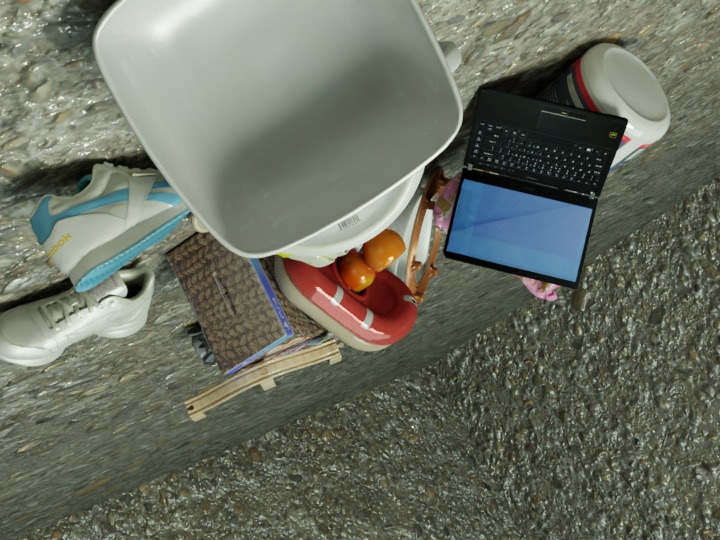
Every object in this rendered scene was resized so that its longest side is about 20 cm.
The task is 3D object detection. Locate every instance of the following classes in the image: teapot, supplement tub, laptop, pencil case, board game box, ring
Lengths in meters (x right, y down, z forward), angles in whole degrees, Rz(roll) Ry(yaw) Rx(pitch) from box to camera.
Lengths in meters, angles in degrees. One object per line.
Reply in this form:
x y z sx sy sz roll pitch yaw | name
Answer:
-0.040 -0.118 0.759 0.146 0.199 0.198 -106 -145 -67 | teapot
0.278 -0.179 1.198 0.140 0.141 0.200 -16 163 -43 | supplement tub
0.205 -0.097 1.127 0.176 0.104 0.201 13 140 5 | laptop
0.191 -0.046 1.227 0.083 0.200 0.087 -36 157 -54 | pencil case
-0.116 0.029 1.151 0.097 0.160 0.200 -32 168 19 | board game box
0.098 -0.043 1.316 0.019 0.202 0.200 11 176 14 | ring

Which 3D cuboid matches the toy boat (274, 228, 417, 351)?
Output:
0.000 0.000 1.108 0.130 0.131 0.200 -36 125 24 | toy boat

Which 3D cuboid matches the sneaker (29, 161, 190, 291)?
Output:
-0.199 -0.061 0.821 0.076 0.081 0.200 -38 -177 35 | sneaker

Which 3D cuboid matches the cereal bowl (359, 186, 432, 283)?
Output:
0.036 -0.023 1.294 0.083 0.201 0.200 12 177 15 | cereal bowl

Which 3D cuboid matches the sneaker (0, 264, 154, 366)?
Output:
-0.312 0.038 1.020 0.200 0.075 0.100 -21 153 -47 | sneaker

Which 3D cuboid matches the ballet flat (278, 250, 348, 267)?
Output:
-0.040 -0.041 0.986 0.067 0.067 0.200 -18 -171 27 | ballet flat

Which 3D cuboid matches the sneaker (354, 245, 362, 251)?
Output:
0.000 -0.079 1.183 0.088 0.081 0.200 -42 180 -32 | sneaker

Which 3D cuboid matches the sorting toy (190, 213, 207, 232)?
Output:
-0.065 -0.103 1.014 0.185 0.037 0.200 -14 161 -48 | sorting toy

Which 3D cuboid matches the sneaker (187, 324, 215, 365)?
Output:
-0.200 0.092 1.414 0.113 0.076 0.200 -27 172 -11 | sneaker

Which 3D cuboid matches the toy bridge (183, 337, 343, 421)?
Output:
-0.112 0.124 1.102 0.199 0.027 0.067 -22 167 -6 | toy bridge

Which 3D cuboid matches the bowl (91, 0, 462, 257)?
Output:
-0.053 -0.131 0.632 0.199 0.200 0.075 -31 -160 4 | bowl
